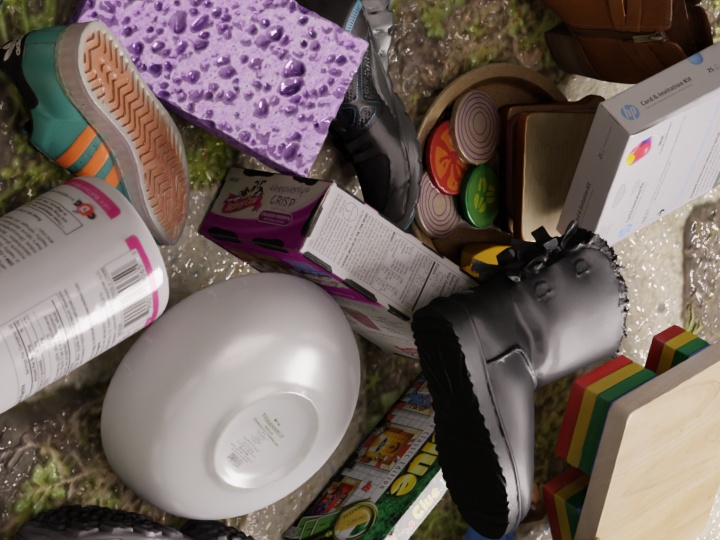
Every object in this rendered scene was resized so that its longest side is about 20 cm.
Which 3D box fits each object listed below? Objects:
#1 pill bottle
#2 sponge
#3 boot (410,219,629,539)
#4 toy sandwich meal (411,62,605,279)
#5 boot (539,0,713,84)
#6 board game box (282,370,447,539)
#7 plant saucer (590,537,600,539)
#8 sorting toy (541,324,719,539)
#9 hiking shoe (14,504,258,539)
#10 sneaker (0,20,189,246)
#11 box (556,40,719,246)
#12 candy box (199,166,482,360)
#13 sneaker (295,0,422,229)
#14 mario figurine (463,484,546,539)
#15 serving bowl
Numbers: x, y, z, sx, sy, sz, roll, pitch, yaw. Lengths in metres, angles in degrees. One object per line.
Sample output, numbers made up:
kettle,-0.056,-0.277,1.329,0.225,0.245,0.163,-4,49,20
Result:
pill bottle,-0.237,0.028,1.554,0.200,0.113,0.114,-31,112,-29
sponge,-0.103,-0.159,1.648,0.200,0.030,0.112,29,81,-18
boot,0.125,0.074,1.685,0.162,0.073,0.199,-27,111,-34
toy sandwich meal,0.127,-0.068,1.832,0.204,0.070,0.206,-5,98,-35
boot,0.185,-0.231,1.803,0.074,0.154,0.200,-48,120,-23
board game box,0.036,0.144,1.770,0.200,0.105,0.023,-49,124,-22
plant saucer,0.147,0.314,1.796,0.200,0.048,0.200,-49,157,-6
sorting toy,0.221,0.149,1.877,0.200,0.069,0.199,-24,135,-46
hiking shoe,-0.156,0.225,1.658,0.199,0.076,0.101,11,92,-31
sneaker,-0.182,-0.094,1.616,0.200,0.080,0.072,65,36,-42
box,0.251,-0.105,1.794,0.200,0.041,0.156,-29,154,-27
candy box,0.000,0.000,1.709,0.200,0.136,0.061,34,77,-34
sneaker,-0.010,-0.122,1.738,0.082,0.073,0.201,-16,97,-20
mario figurine,0.105,0.266,1.835,0.123,0.106,0.201,29,77,-36
serving bowl,-0.081,0.102,1.654,0.199,0.066,0.201,-18,132,-22
